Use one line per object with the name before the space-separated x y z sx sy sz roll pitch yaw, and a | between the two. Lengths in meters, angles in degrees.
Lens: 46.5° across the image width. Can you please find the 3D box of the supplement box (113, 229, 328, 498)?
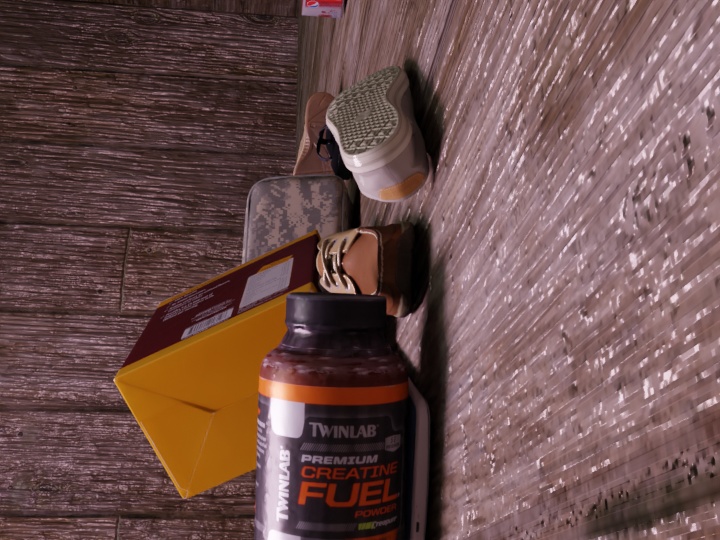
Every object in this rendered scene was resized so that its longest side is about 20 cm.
supplement box | -0.104 0.082 0.826 0.200 0.196 0.134 -94 -21 -72

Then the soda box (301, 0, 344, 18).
soda box | -0.058 -0.511 1.341 0.063 0.069 0.202 117 154 -75

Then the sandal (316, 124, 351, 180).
sandal | -0.041 -0.185 1.214 0.200 0.042 0.077 -108 22 -71

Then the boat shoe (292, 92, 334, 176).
boat shoe | -0.067 -0.186 1.368 0.065 0.070 0.202 -93 14 -83

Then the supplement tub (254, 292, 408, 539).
supplement tub | -0.020 0.117 0.579 0.107 0.106 0.202 -173 84 -83

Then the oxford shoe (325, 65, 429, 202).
oxford shoe | 0.016 -0.110 0.660 0.058 0.075 0.201 55 -166 -27

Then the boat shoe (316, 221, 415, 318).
boat shoe | 0.000 0.000 0.692 0.200 0.073 0.077 157 115 -83

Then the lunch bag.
lunch bag | -0.072 -0.001 1.091 0.168 0.138 0.202 69 -161 -64

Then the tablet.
tablet | 0.030 0.140 0.656 0.200 0.013 0.132 -128 40 -81
